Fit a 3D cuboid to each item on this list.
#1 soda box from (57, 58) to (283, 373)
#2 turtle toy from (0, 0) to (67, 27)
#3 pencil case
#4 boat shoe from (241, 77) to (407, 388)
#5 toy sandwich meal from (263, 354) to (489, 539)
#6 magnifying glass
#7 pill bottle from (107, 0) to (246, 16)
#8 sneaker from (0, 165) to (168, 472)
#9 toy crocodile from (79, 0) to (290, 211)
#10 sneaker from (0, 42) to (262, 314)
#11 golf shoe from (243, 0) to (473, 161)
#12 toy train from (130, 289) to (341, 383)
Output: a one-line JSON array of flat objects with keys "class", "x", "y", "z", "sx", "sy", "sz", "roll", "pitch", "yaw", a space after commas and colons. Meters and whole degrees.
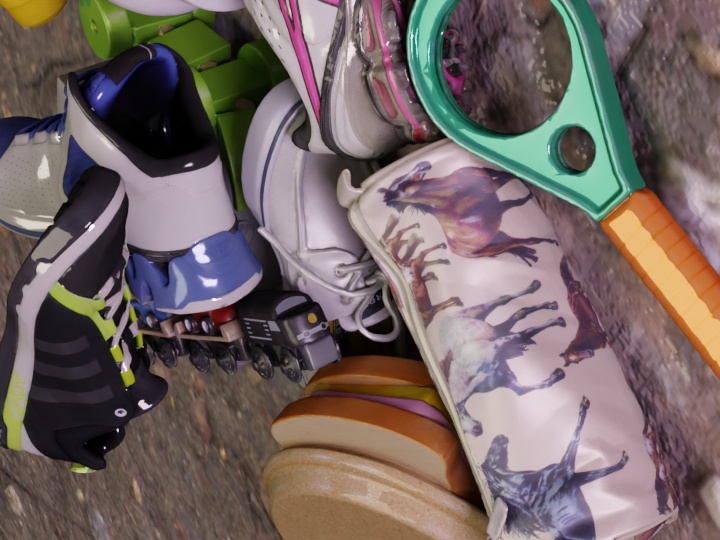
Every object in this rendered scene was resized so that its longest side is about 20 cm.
[{"class": "soda box", "x": -0.099, "y": -0.039, "z": 0.992, "sx": 0.200, "sy": 0.068, "sz": 0.063, "roll": 50, "pitch": 148, "yaw": 29}, {"class": "turtle toy", "x": -0.224, "y": -0.238, "z": 1.018, "sx": 0.200, "sy": 0.101, "sz": 0.146, "roll": 34, "pitch": 164, "yaw": 51}, {"class": "pencil case", "x": 0.062, "y": 0.037, "z": 0.746, "sx": 0.200, "sy": 0.089, "sz": 0.078, "roll": 66, "pitch": 152, "yaw": 3}, {"class": "boat shoe", "x": -0.004, "y": 0.003, "z": 0.850, "sx": 0.086, "sy": 0.075, "sz": 0.202, "roll": 39, "pitch": 145, "yaw": 41}, {"class": "toy sandwich meal", "x": 0.037, "y": 0.123, "z": 0.859, "sx": 0.205, "sy": 0.070, "sz": 0.205, "roll": 25, "pitch": 154, "yaw": 13}, {"class": "magnifying glass", "x": 0.090, "y": -0.042, "z": 0.684, "sx": 0.080, "sy": 0.022, "sz": 0.200, "roll": -44, "pitch": 78, "yaw": 30}, {"class": "pill bottle", "x": -0.114, "y": -0.189, "z": 0.856, "sx": 0.200, "sy": 0.112, "sz": 0.112, "roll": 31, "pitch": 136, "yaw": 48}, {"class": "sneaker", "x": -0.126, "y": 0.030, "z": 0.838, "sx": 0.083, "sy": 0.072, "sz": 0.200, "roll": 26, "pitch": 138, "yaw": -2}, {"class": "toy crocodile", "x": -0.095, "y": -0.111, "z": 0.929, "sx": 0.200, "sy": 0.067, "sz": 0.062, "roll": 47, "pitch": 146, "yaw": 32}, {"class": "sneaker", "x": -0.125, "y": -0.066, "z": 0.878, "sx": 0.199, "sy": 0.080, "sz": 0.115, "roll": 25, "pitch": 129, "yaw": 42}, {"class": "golf shoe", "x": -0.024, "y": -0.142, "z": 0.748, "sx": 0.092, "sy": 0.073, "sz": 0.200, "roll": -11, "pitch": 101, "yaw": 33}, {"class": "toy train", "x": -0.074, "y": 0.028, "z": 0.892, "sx": 0.200, "sy": 0.034, "sz": 0.046, "roll": 0, "pitch": 112, "yaw": 58}]
